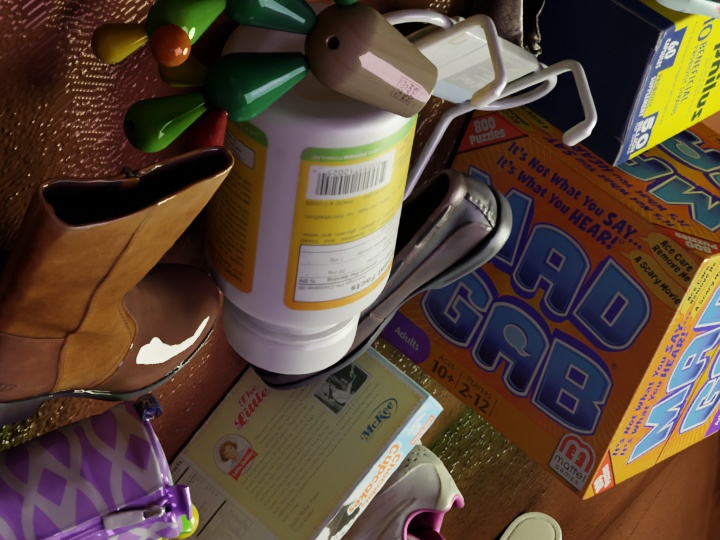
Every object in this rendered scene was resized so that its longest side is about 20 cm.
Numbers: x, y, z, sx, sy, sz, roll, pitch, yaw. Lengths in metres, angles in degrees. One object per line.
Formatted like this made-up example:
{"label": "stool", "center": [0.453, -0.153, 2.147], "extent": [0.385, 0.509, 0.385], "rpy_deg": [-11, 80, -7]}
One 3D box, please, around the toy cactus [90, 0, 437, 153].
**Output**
{"label": "toy cactus", "center": [-0.031, -0.128, 0.946], "extent": [0.164, 0.102, 0.201], "rpy_deg": [28, 95, -22]}

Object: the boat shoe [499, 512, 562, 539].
{"label": "boat shoe", "center": [0.121, 0.318, 1.822], "extent": [0.200, 0.071, 0.060], "rpy_deg": [-48, 151, -23]}

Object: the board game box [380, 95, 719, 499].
{"label": "board game box", "center": [0.175, 0.003, 1.380], "extent": [0.199, 0.199, 0.201], "rpy_deg": [-16, 136, -50]}

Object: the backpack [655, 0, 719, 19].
{"label": "backpack", "center": [0.251, -0.254, 1.203], "extent": [0.174, 0.202, 0.153], "rpy_deg": [5, 164, -37]}

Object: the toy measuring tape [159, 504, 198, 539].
{"label": "toy measuring tape", "center": [-0.183, 0.149, 1.146], "extent": [0.199, 0.074, 0.074], "rpy_deg": [6, 119, -42]}

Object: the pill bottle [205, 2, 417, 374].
{"label": "pill bottle", "center": [-0.031, -0.040, 1.094], "extent": [0.111, 0.111, 0.201], "rpy_deg": [-32, 147, -35]}

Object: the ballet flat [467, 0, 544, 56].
{"label": "ballet flat", "center": [0.111, -0.206, 1.199], "extent": [0.067, 0.046, 0.201], "rpy_deg": [-24, 142, -45]}

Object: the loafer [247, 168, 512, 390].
{"label": "loafer", "center": [0.000, 0.000, 1.215], "extent": [0.199, 0.072, 0.063], "rpy_deg": [-35, 140, 16]}

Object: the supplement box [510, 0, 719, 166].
{"label": "supplement box", "center": [0.206, -0.171, 1.325], "extent": [0.199, 0.109, 0.110], "rpy_deg": [-28, 144, -42]}

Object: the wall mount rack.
{"label": "wall mount rack", "center": [0.042, -0.090, 1.194], "extent": [0.173, 0.075, 0.199], "rpy_deg": [-23, 160, 30]}

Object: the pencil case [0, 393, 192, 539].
{"label": "pencil case", "center": [-0.187, 0.142, 1.028], "extent": [0.198, 0.086, 0.085], "rpy_deg": [-24, 128, -12]}

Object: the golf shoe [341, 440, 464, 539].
{"label": "golf shoe", "center": [0.012, 0.220, 1.501], "extent": [0.075, 0.091, 0.201], "rpy_deg": [-16, 137, -53]}

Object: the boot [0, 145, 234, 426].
{"label": "boot", "center": [-0.117, -0.008, 0.990], "extent": [0.187, 0.069, 0.200], "rpy_deg": [-11, 153, -37]}

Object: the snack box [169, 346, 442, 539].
{"label": "snack box", "center": [-0.053, 0.130, 1.258], "extent": [0.200, 0.116, 0.037], "rpy_deg": [-51, 154, -5]}
